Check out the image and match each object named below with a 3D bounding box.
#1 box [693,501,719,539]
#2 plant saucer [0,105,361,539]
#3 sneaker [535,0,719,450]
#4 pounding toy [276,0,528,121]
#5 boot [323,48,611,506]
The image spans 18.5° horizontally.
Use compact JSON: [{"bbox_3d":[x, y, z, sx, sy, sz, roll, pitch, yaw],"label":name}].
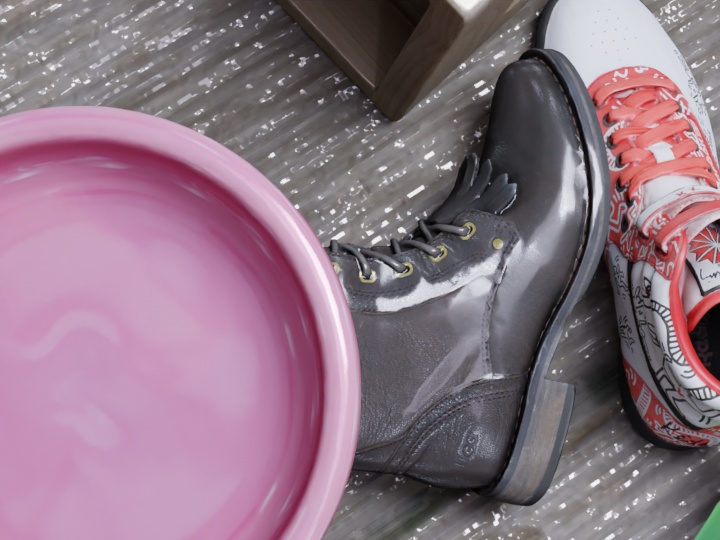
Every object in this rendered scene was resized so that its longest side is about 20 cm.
[{"bbox_3d":[0.224,0.134,0.832,0.200,0.048,0.117,33,90,16],"label":"box"},{"bbox_3d":[-0.097,0.043,0.785,0.200,0.051,0.201,0,88,7],"label":"plant saucer"},{"bbox_3d":[0.125,-0.032,0.875,0.067,0.108,0.202,-10,82,-10],"label":"sneaker"},{"bbox_3d":[0.034,-0.169,0.838,0.142,0.200,0.184,-44,89,-13],"label":"pounding toy"},{"bbox_3d":[0.000,0.000,0.851,0.174,0.069,0.200,9,84,-20],"label":"boot"}]
